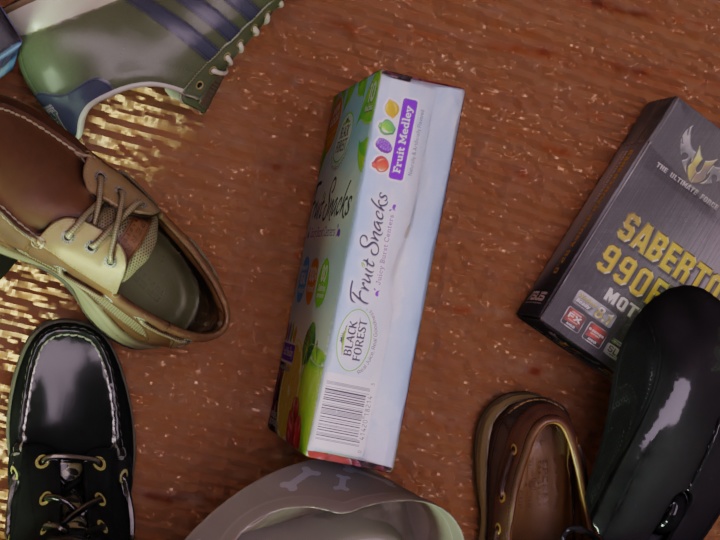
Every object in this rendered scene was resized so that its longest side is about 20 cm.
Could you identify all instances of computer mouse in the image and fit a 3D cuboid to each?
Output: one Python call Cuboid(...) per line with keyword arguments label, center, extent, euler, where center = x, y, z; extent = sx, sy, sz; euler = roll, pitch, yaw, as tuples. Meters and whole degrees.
Cuboid(label="computer mouse", center=(0.184, 0.109, 0.945), extent=(0.138, 0.053, 0.202), euler=(12, 88, -29))

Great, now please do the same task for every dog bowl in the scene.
Cuboid(label="dog bowl", center=(-0.036, 0.188, 0.898), extent=(0.199, 0.059, 0.201), euler=(-27, 137, -28))

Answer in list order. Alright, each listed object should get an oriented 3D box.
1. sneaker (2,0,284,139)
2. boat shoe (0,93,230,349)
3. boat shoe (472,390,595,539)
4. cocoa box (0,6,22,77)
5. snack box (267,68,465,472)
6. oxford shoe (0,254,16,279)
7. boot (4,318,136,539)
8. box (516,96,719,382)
Cuboid(label="sneaker", center=(-0.093, -0.134, 0.932), extent=(0.199, 0.067, 0.090), euler=(-19, 102, -13))
Cuboid(label="boat shoe", center=(-0.135, -0.024, 0.870), extent=(0.200, 0.073, 0.076), euler=(44, 64, -44))
Cuboid(label="boat shoe", center=(0.105, 0.174, 0.977), extent=(0.071, 0.068, 0.202), euler=(-4, 92, -14))
Cuboid(label="cocoa box", center=(-0.289, -0.108, 0.845), extent=(0.199, 0.133, 0.132), euler=(-36, 99, -11))
Cuboid(label="snack box", center=(0.000, 0.000, 0.912), extent=(0.053, 0.142, 0.202), euler=(12, 88, -12))
Cuboid(label="oxford shoe", center=(-0.238, -0.004, 0.895), extent=(0.071, 0.071, 0.200), euler=(43, 75, 8))
Cuboid(label="boot", center=(-0.148, 0.130, 0.871), extent=(0.073, 0.154, 0.205), euler=(2, 91, -13))
Cuboid(label="box", center=(0.218, 0.017, 1.013), extent=(0.199, 0.048, 0.159), euler=(35, 84, -12))
